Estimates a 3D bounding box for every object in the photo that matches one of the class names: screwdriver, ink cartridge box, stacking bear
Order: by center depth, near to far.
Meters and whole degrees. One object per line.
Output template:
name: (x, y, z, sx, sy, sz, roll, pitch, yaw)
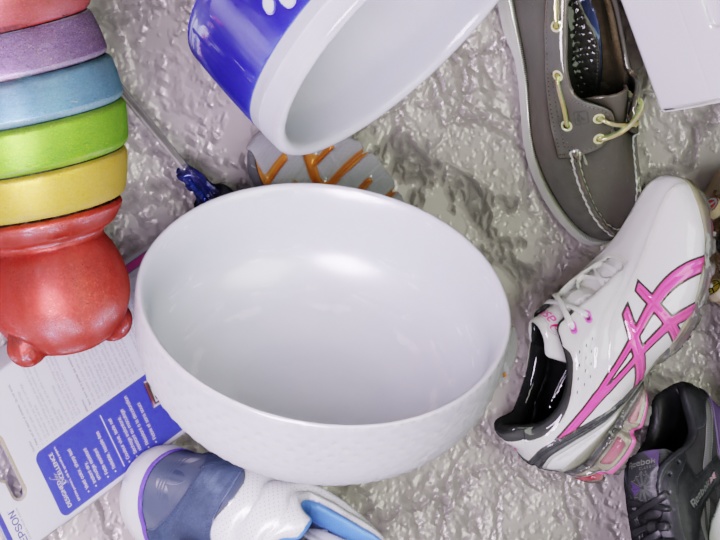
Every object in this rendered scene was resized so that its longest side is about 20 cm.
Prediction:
stacking bear: (-0.171, -0.053, 1.479, 0.121, 0.114, 0.200, -20, 104, -38)
ink cartridge box: (-0.141, 0.063, 1.555, 0.200, 0.037, 0.095, -38, 114, -36)
screwdriver: (-0.111, -0.067, 1.586, 0.029, 0.028, 0.200, -43, 119, 2)
ink cartridge box: (0.240, -0.209, 1.804, 0.200, 0.086, 0.147, -42, 117, -48)

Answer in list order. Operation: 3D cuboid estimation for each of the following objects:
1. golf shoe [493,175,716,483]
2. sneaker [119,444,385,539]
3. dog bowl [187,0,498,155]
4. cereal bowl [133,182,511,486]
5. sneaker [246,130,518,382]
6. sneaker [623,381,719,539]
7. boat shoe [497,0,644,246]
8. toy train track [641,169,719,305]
golf shoe: (0.152, 0.032, 1.751, 0.092, 0.073, 0.200, 20, 93, -37)
sneaker: (-0.034, 0.175, 1.558, 0.081, 0.146, 0.200, -55, 134, -22)
dog bowl: (0.003, -0.160, 1.564, 0.200, 0.200, 0.079, -34, 74, -34)
cereal bowl: (-0.023, 0.045, 1.521, 0.200, 0.200, 0.083, -30, 143, -35)
sneaker: (0.000, 0.000, 1.651, 0.200, 0.077, 0.078, 49, 55, -9)
sneaker: (0.187, 0.160, 1.795, 0.088, 0.076, 0.200, 49, 44, -32)
boat shoe: (0.139, -0.110, 1.768, 0.072, 0.060, 0.202, -26, 107, -37)
toy train track: (0.205, 0.020, 1.844, 0.115, 0.033, 0.200, 45, 65, -31)
